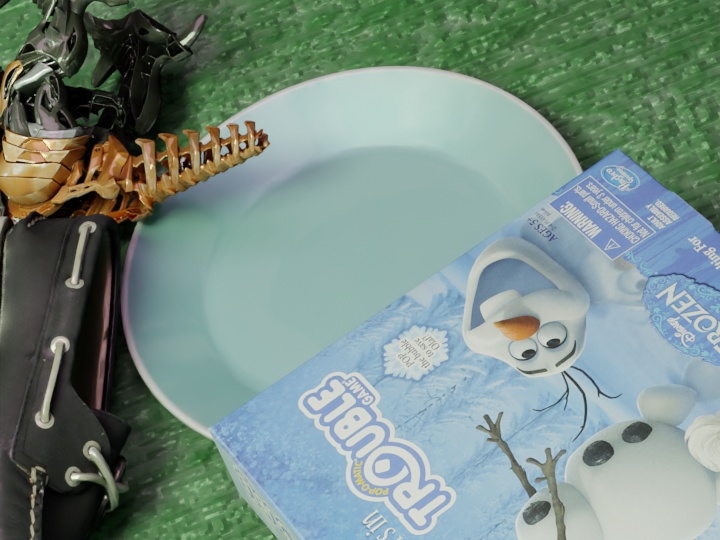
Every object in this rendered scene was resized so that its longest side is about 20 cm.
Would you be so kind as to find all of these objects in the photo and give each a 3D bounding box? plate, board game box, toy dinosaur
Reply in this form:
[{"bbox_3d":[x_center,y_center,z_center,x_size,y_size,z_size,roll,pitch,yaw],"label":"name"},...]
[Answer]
[{"bbox_3d":[0.000,0.000,1.149,0.199,0.026,0.201,-8,52,10],"label":"plate"},{"bbox_3d":[0.075,0.067,1.018,0.199,0.043,0.200,-35,44,-11],"label":"board game box"},{"bbox_3d":[-0.126,-0.058,1.197,0.199,0.102,0.136,12,71,13],"label":"toy dinosaur"}]

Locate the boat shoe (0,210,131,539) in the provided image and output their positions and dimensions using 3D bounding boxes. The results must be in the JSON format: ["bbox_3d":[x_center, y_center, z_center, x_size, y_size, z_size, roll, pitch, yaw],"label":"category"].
[{"bbox_3d":[-0.120,0.064,1.102,0.060,0.074,0.201,-7,55,4],"label":"boat shoe"}]
